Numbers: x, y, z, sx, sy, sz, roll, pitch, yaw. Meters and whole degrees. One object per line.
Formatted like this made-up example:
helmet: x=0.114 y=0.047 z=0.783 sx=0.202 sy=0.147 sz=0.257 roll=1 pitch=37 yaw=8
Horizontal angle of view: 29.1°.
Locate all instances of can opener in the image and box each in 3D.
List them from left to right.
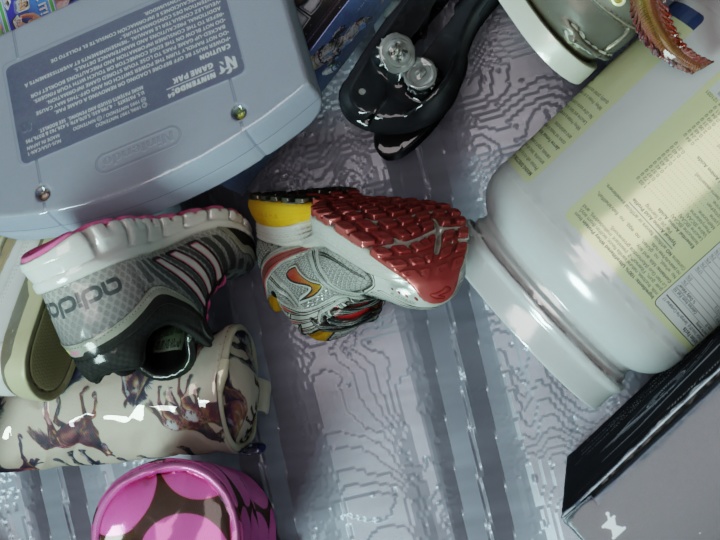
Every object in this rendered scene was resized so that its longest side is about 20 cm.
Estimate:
can opener: x=0.056 y=-0.158 z=0.801 sx=0.063 sy=0.079 sz=0.201 roll=32 pitch=86 yaw=-1

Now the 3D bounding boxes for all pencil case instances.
pencil case: x=-0.156 y=0.082 z=0.835 sx=0.199 sy=0.090 sz=0.078 roll=-8 pitch=60 yaw=13
pencil case: x=-0.091 y=0.153 z=0.768 sx=0.090 sy=0.200 sz=0.094 roll=4 pitch=80 yaw=4

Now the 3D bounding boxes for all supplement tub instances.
supplement tub: x=0.159 y=-0.037 z=0.746 sx=0.200 sy=0.145 sz=0.145 roll=-43 pitch=84 yaw=8

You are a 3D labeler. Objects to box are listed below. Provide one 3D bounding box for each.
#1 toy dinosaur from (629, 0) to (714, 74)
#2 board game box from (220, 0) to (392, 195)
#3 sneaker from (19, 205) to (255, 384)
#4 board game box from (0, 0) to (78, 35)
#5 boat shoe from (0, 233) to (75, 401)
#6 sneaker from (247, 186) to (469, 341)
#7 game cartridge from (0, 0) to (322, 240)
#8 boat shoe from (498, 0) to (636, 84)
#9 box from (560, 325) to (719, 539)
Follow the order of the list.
toy dinosaur: x=0.140 y=-0.217 z=0.732 sx=0.104 sy=0.181 sz=0.201 roll=-2 pitch=108 yaw=24
board game box: x=-0.056 y=-0.163 z=0.811 sx=0.135 sy=0.035 sz=0.200 roll=43 pitch=99 yaw=31
sneaker: x=-0.111 y=0.016 z=0.769 sx=0.073 sy=0.200 sz=0.088 roll=-18 pitch=89 yaw=20
board game box: x=-0.214 y=-0.224 z=0.845 sx=0.134 sy=0.029 sz=0.201 roll=-21 pitch=76 yaw=10
boat shoe: x=-0.185 y=-0.021 z=0.815 sx=0.068 sy=0.075 sz=0.201 roll=4 pitch=59 yaw=22
sneaker: x=0.000 y=0.000 z=0.768 sx=0.077 sy=0.200 sz=0.083 roll=-6 pitch=99 yaw=-23
game cartridge: x=-0.123 y=-0.097 z=0.767 sx=0.199 sy=0.041 sz=0.134 roll=-21 pitch=60 yaw=10
boat shoe: x=0.080 y=-0.197 z=0.740 sx=0.060 sy=0.072 sz=0.202 roll=-37 pitch=80 yaw=26
box: x=0.190 y=0.100 z=0.716 sx=0.148 sy=0.200 sz=0.104 roll=-44 pitch=84 yaw=8
